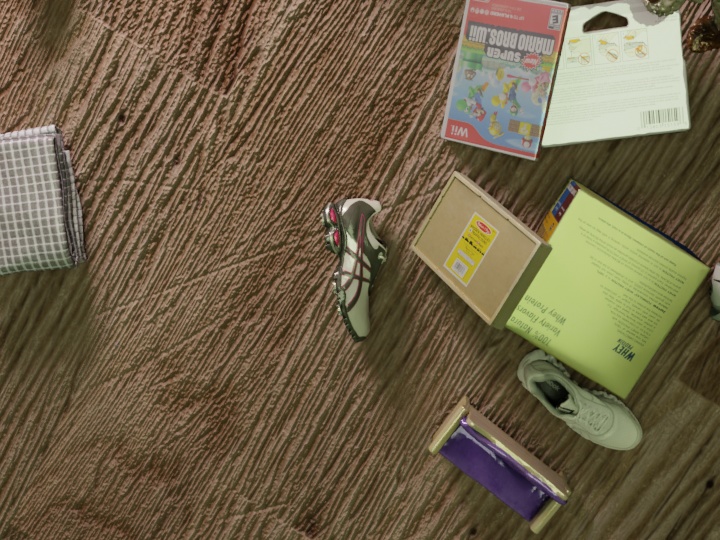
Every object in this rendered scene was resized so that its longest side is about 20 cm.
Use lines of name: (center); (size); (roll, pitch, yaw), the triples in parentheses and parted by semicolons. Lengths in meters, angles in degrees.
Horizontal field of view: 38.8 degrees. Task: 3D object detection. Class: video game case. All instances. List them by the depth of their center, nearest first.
video game case: (0.190, -0.260, 1.352); (0.141, 0.017, 0.204); (16, 105, 25)

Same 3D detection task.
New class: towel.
towel: (-0.490, -0.097, 1.462); (0.162, 0.086, 0.204); (-6, 100, 8)

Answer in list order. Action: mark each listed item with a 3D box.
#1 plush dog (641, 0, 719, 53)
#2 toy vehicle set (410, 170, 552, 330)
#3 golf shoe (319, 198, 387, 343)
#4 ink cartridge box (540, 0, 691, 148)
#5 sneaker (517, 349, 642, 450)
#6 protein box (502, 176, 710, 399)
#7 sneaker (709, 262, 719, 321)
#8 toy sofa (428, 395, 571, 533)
plush dog: (0.465, -0.358, 1.254); (0.198, 0.162, 0.173); (-13, 125, 41)
toy vehicle set: (0.155, -0.030, 1.352); (0.026, 0.200, 0.125); (18, 110, -41)
golf shoe: (0.000, 0.000, 1.425); (0.086, 0.077, 0.204); (-9, 101, 2)
ink cartridge box: (0.326, -0.260, 1.347); (0.196, 0.044, 0.177); (-5, 94, 9)
sneaker: (0.305, 0.192, 1.421); (0.198, 0.081, 0.076); (33, 102, -2)
protein box: (0.313, 0.019, 1.356); (0.196, 0.135, 0.202); (30, 103, 0)
sneaker: (0.565, 0.016, 1.355); (0.196, 0.074, 0.090); (-4, 103, 8)
toy sofa: (0.196, 0.278, 1.443); (0.199, 0.098, 0.083); (38, 103, -2)
